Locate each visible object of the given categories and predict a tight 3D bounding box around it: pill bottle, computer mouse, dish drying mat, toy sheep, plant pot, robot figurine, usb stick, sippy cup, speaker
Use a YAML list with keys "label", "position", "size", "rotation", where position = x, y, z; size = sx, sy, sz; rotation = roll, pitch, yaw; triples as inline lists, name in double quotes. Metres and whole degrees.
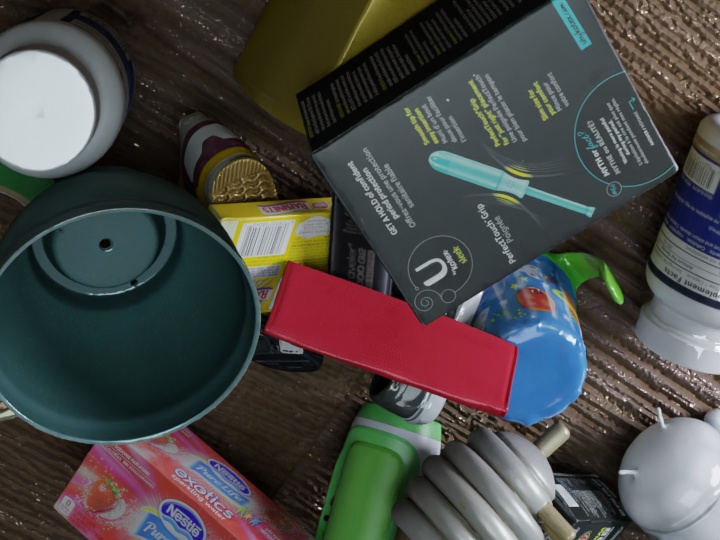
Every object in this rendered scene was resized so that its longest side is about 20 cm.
- label: "pill bottle"
  position: [0.310, -0.021, 1.263]
  size: [0.114, 0.116, 0.202]
  rotation: [12, 113, -13]
- label: "computer mouse"
  position: [-0.075, 0.049, 1.225]
  size: [0.058, 0.200, 0.035]
  rotation: [0, 75, 14]
- label: "pill bottle"
  position: [-0.224, -0.129, 1.084]
  size: [0.109, 0.200, 0.113]
  rotation: [-1, 104, -5]
- label: "dish drying mat"
  position: [0.026, 0.055, 1.162]
  size: [0.197, 0.077, 0.018]
  rotation: [19, 140, -1]
- label: "toy sheep"
  position: [0.102, 0.202, 1.236]
  size: [0.200, 0.138, 0.138]
  rotation: [-41, 115, -10]
- label: "plant pot"
  position: [0.035, -0.165, 1.126]
  size: [0.198, 0.177, 0.202]
  rotation: [24, 108, -17]
- label: "robot figurine"
  position: [0.315, 0.214, 1.368]
  size: [0.200, 0.112, 0.171]
  rotation: [43, 60, -24]
- label: "usb stick"
  position: [0.000, 0.000, 1.201]
  size: [0.055, 0.033, 0.202]
  rotation: [9, 137, 5]
- label: "sippy cup"
  position: [0.133, 0.060, 1.265]
  size: [0.138, 0.131, 0.180]
  rotation: [18, 111, -15]
- label: "speaker"
  position: [0.010, 0.223, 1.305]
  size: [0.087, 0.088, 0.203]
  rotation: [18, 82, -16]
- label: "plant pot"
  position: [-0.182, 0.006, 1.087]
  size: [0.197, 0.135, 0.203]
  rotation: [-8, 126, -11]

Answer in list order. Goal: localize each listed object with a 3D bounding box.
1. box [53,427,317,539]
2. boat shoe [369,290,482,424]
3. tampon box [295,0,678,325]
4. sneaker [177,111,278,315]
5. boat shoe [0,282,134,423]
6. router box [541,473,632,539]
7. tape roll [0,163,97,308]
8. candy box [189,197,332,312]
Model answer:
- label: "box"
  position: [-0.146, 0.218, 1.268]
  size: [0.199, 0.102, 0.095]
  rotation: [39, 106, 10]
- label: "boat shoe"
  position: [0.059, 0.026, 1.232]
  size: [0.056, 0.068, 0.203]
  rotation: [22, 76, -28]
- label: "tampon box"
  position: [0.080, -0.094, 0.996]
  size: [0.199, 0.127, 0.151]
  rotation: [-31, 114, 7]
- label: "sneaker"
  position: [-0.105, -0.043, 1.225]
  size: [0.074, 0.090, 0.201]
  rotation: [-25, 142, -19]
- label: "boat shoe"
  position: [-0.266, 0.065, 1.248]
  size: [0.198, 0.076, 0.075]
  rotation: [-24, 108, -4]
- label: "router box"
  position: [0.145, 0.275, 1.358]
  size: [0.201, 0.062, 0.149]
  rotation: [-50, 153, 15]
- label: "tape roll"
  position: [-0.307, 0.004, 1.184]
  size: [0.197, 0.048, 0.204]
  rotation: [0, 91, -5]
- label: "candy box"
  position: [-0.048, -0.013, 1.207]
  size: [0.198, 0.026, 0.103]
  rotation: [-5, 134, -37]
